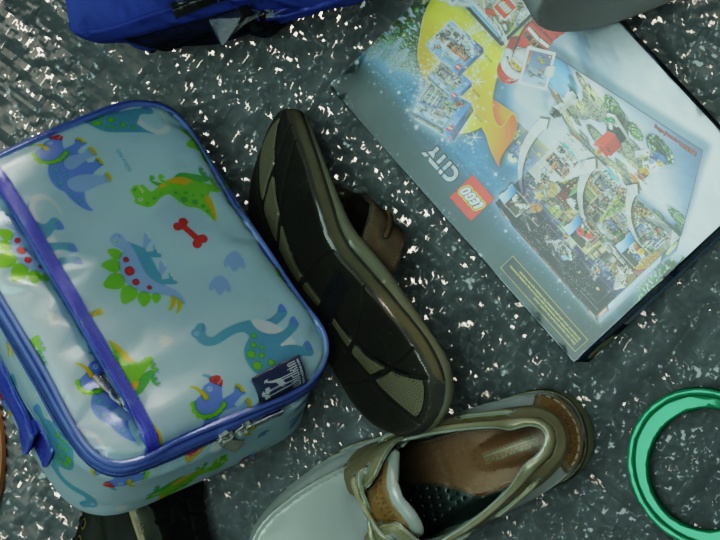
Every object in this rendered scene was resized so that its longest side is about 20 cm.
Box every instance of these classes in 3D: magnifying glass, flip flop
[{"bbox_3d":[0.219,0.140,1.232,0.200,0.022,0.080,44,101,16],"label":"magnifying glass"},{"bbox_3d":[0.000,0.000,1.279,0.200,0.057,0.081,56,138,28],"label":"flip flop"}]

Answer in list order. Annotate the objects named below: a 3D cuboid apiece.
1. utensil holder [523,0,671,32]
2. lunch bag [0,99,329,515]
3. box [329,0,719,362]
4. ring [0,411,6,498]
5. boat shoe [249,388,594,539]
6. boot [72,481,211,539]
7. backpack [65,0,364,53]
[{"bbox_3d":[0.113,-0.241,1.188,0.170,0.170,0.200,-27,77,15],"label":"utensil holder"},{"bbox_3d":[-0.124,0.019,1.263,0.160,0.083,0.200,-22,69,-26],"label":"lunch bag"},{"bbox_3d":[0.099,-0.071,1.264,0.137,0.038,0.200,-44,77,12],"label":"box"},{"bbox_3d":[-0.298,0.105,1.397,0.200,0.019,0.201,-1,88,18],"label":"ring"},{"bbox_3d":[0.023,0.115,1.268,0.200,0.068,0.075,-29,80,15],"label":"boat shoe"},{"bbox_3d":[-0.154,0.153,1.324,0.138,0.077,0.201,-19,82,21],"label":"boot"},{"bbox_3d":[-0.061,-0.201,1.254,0.199,0.168,0.163,-9,93,14],"label":"backpack"}]
